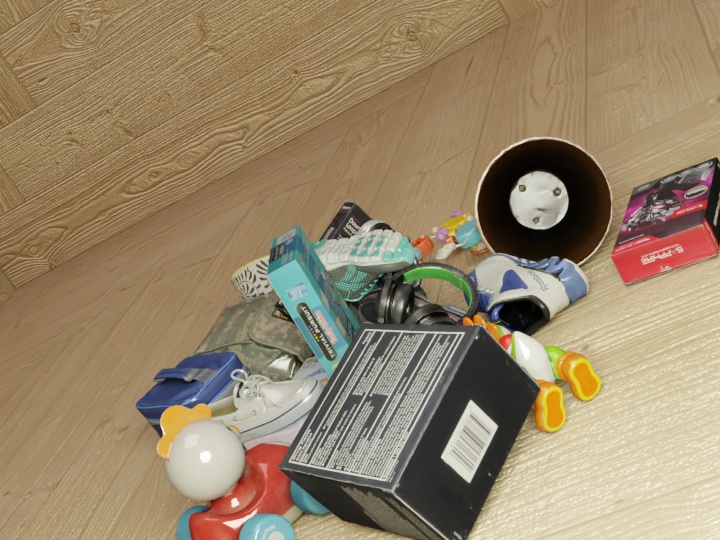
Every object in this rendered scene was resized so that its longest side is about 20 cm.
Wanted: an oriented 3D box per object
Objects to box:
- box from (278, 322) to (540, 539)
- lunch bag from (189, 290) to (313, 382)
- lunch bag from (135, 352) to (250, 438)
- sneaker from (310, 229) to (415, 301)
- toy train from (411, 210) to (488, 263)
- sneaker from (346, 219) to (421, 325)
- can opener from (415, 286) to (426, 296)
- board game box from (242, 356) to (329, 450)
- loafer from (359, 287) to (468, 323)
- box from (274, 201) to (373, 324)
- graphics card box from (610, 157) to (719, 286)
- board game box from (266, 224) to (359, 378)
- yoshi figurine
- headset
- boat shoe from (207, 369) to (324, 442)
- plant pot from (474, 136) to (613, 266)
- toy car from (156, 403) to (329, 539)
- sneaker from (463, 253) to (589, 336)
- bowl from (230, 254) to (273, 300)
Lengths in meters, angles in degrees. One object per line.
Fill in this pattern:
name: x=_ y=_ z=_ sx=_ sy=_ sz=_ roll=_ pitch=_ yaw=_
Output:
box: x=0.052 y=0.167 z=1.205 sx=0.198 sy=0.123 sz=0.200 roll=-1 pitch=51 yaw=52
lunch bag: x=-0.146 y=0.111 z=1.825 sx=0.199 sy=0.118 sz=0.164 roll=-16 pitch=24 yaw=27
lunch bag: x=-0.242 y=0.198 z=1.714 sx=0.200 sy=0.133 sz=0.136 roll=-10 pitch=27 yaw=50
sneaker: x=0.000 y=0.000 z=1.605 sx=0.199 sy=0.091 sz=0.078 roll=-5 pitch=34 yaw=38
toy train: x=0.140 y=-0.035 z=1.842 sx=0.150 sy=0.056 sz=0.200 roll=-38 pitch=15 yaw=-16
sneaker: x=0.027 y=0.032 z=1.669 sx=0.075 sy=0.201 sz=0.114 roll=4 pitch=12 yaw=-32
can opener: x=0.073 y=0.059 z=1.687 sx=0.067 sy=0.053 sz=0.200 roll=-31 pitch=16 yaw=-1
board game box: x=-0.037 y=0.174 z=1.572 sx=0.199 sy=0.043 sz=0.199 roll=-18 pitch=21 yaw=38
loafer: x=0.075 y=0.073 z=1.527 sx=0.199 sy=0.072 sz=0.063 roll=14 pitch=45 yaw=34
box: x=-0.024 y=0.015 z=1.728 sx=0.036 sy=0.143 sz=0.200 roll=16 pitch=68 yaw=54
graphics card box: x=0.402 y=-0.066 z=1.462 sx=0.125 sy=0.051 sz=0.200 roll=-21 pitch=19 yaw=33
board game box: x=-0.054 y=0.054 z=1.518 sx=0.047 sy=0.200 sz=0.151 roll=-28 pitch=17 yaw=8
yoshi figurine: x=0.178 y=0.123 z=1.300 sx=0.200 sy=0.112 sz=0.112 roll=25 pitch=98 yaw=54
headset: x=0.065 y=0.071 z=1.467 sx=0.123 sy=0.094 sz=0.200 roll=34 pitch=55 yaw=30
boat shoe: x=-0.148 y=0.174 z=1.544 sx=0.201 sy=0.086 sz=0.075 roll=-24 pitch=19 yaw=27
plant pot: x=0.258 y=-0.097 z=1.627 sx=0.186 sy=0.187 sz=0.200 roll=-29 pitch=3 yaw=9
toy car: x=-0.158 y=0.232 z=1.352 sx=0.177 sy=0.200 sz=0.184 roll=-43 pitch=20 yaw=-32
sneaker: x=0.191 y=0.039 z=1.487 sx=0.115 sy=0.081 sz=0.199 roll=-40 pitch=20 yaw=-31
bowl: x=-0.115 y=0.039 z=1.951 sx=0.200 sy=0.095 sz=0.201 roll=-14 pitch=-16 yaw=-4
